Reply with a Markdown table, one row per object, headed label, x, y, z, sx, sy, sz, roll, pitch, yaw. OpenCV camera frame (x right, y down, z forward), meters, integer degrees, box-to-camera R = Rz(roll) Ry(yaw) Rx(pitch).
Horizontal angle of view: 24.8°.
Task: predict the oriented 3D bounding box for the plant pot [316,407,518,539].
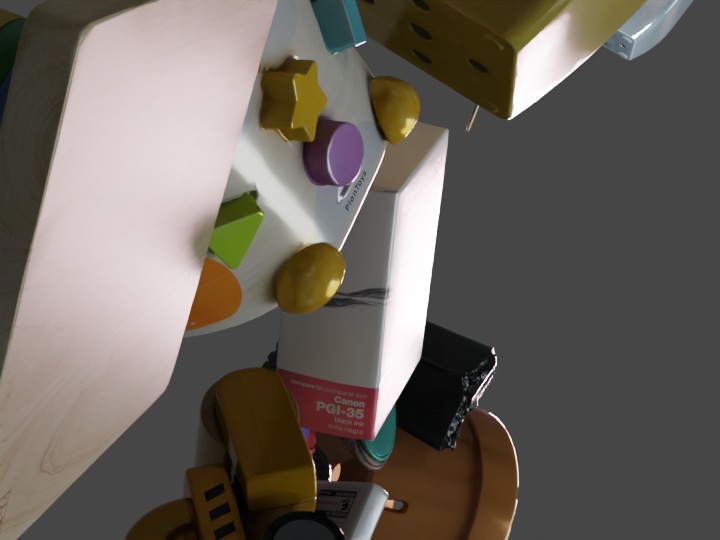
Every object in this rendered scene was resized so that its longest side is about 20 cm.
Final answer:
| label | x | y | z | sx | sy | sz | roll | pitch | yaw |
| --- | --- | --- | --- | --- | --- | --- | --- | --- | --- |
| plant pot | 0.028 | 0.202 | 1.491 | 0.200 | 0.139 | 0.201 | -37 | -139 | 41 |

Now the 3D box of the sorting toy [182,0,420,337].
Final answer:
| label | x | y | z | sx | sy | sz | roll | pitch | yaw |
| --- | --- | --- | --- | --- | --- | --- | --- | --- | --- |
| sorting toy | -0.061 | -0.085 | 0.756 | 0.201 | 0.106 | 0.180 | -66 | 152 | -20 |

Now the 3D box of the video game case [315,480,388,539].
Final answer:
| label | x | y | z | sx | sy | sz | roll | pitch | yaw |
| --- | --- | --- | --- | --- | --- | --- | --- | --- | --- |
| video game case | -0.074 | 0.252 | 1.303 | 0.199 | 0.024 | 0.183 | -8 | -128 | 55 |

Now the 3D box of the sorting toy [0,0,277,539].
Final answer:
| label | x | y | z | sx | sy | sz | roll | pitch | yaw |
| --- | --- | --- | --- | --- | --- | --- | --- | --- | --- |
| sorting toy | -0.111 | -0.020 | 0.588 | 0.200 | 0.069 | 0.200 | -48 | 158 | -67 |

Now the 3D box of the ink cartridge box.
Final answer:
| label | x | y | z | sx | sy | sz | roll | pitch | yaw |
| --- | --- | --- | --- | --- | --- | --- | --- | --- | --- |
| ink cartridge box | 0.000 | 0.000 | 1.209 | 0.147 | 0.082 | 0.201 | -53 | 152 | -61 |

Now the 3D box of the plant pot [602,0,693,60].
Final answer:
| label | x | y | z | sx | sy | sz | roll | pitch | yaw |
| --- | --- | --- | --- | --- | --- | --- | --- | --- | --- |
| plant pot | 0.493 | -0.506 | 2.982 | 0.201 | 0.195 | 0.196 | -57 | 170 | -8 |

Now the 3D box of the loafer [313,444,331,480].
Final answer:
| label | x | y | z | sx | sy | sz | roll | pitch | yaw |
| --- | --- | --- | --- | --- | --- | --- | --- | --- | --- |
| loafer | -0.077 | 0.247 | 1.427 | 0.070 | 0.075 | 0.201 | -31 | -145 | 53 |

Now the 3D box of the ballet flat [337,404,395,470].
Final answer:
| label | x | y | z | sx | sy | sz | roll | pitch | yaw |
| --- | --- | --- | --- | --- | --- | --- | --- | --- | --- |
| ballet flat | -0.011 | 0.082 | 1.350 | 0.068 | 0.067 | 0.201 | 37 | 40 | -40 |

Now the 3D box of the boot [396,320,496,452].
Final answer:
| label | x | y | z | sx | sy | sz | roll | pitch | yaw |
| --- | --- | --- | --- | --- | --- | --- | --- | --- | --- |
| boot | 0.044 | 0.051 | 1.451 | 0.077 | 0.167 | 0.201 | 99 | 15 | -57 |

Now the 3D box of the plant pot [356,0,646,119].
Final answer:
| label | x | y | z | sx | sy | sz | roll | pitch | yaw |
| --- | --- | --- | --- | --- | --- | --- | --- | --- | --- |
| plant pot | 0.084 | -0.215 | 1.010 | 0.177 | 0.199 | 0.200 | -55 | 170 | -9 |

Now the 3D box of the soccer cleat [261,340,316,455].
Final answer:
| label | x | y | z | sx | sy | sz | roll | pitch | yaw |
| --- | --- | --- | --- | --- | --- | --- | --- | --- | --- |
| soccer cleat | -0.061 | 0.135 | 1.301 | 0.068 | 0.073 | 0.201 | 78 | 34 | -74 |

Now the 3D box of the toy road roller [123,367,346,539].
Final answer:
| label | x | y | z | sx | sy | sz | roll | pitch | yaw |
| --- | --- | --- | --- | --- | --- | --- | --- | --- | --- |
| toy road roller | -0.100 | 0.175 | 1.101 | 0.123 | 0.145 | 0.201 | 102 | -25 | -48 |
